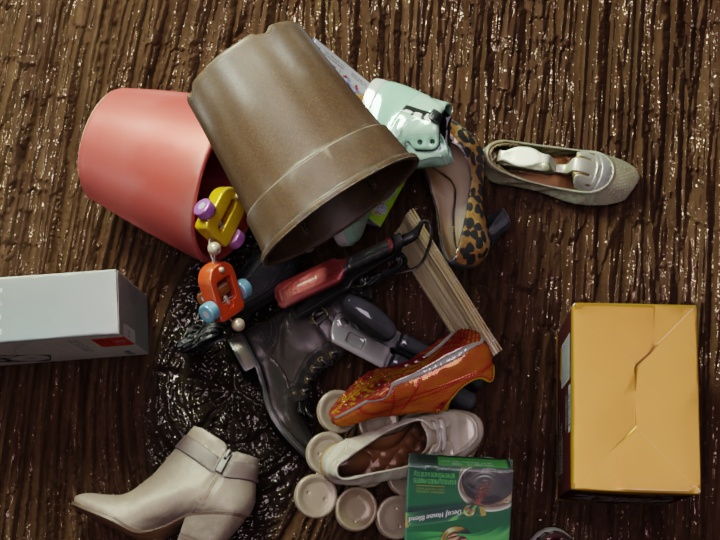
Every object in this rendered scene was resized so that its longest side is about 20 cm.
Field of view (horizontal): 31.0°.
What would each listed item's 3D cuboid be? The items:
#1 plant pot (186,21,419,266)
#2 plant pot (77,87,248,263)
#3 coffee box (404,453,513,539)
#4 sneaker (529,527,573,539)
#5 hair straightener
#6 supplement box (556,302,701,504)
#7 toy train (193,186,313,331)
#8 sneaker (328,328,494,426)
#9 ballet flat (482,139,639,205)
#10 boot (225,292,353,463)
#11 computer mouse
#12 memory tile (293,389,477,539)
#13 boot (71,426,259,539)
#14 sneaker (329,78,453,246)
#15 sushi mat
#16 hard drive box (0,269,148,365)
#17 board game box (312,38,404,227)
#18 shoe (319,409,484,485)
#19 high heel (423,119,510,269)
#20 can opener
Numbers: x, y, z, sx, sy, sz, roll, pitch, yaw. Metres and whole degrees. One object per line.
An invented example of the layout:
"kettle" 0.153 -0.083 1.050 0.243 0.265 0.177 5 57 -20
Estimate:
"plant pot" -0.072 -0.143 1.387 0.199 0.200 0.199 -33 83 -4
"plant pot" -0.226 -0.128 1.553 0.176 0.200 0.202 17 79 18
"coffee box" 0.108 0.308 1.457 0.122 0.044 0.202 4 103 3
"sneaker" 0.259 0.371 1.435 0.076 0.116 0.200 -42 78 -6
"hair straightener" 0.000 0.000 1.513 0.199 0.077 0.041 -30 57 9
"supplement box" 0.290 0.153 1.438 0.131 0.200 0.199 1 77 4
"toy train" -0.136 -0.032 1.475 0.055 0.151 0.200 1 30 40
"sneaker" 0.059 0.139 1.468 0.198 0.073 0.078 -23 108 7
"ballet flat" 0.241 -0.120 1.573 0.198 0.062 0.068 6 78 5
"boot" -0.048 0.109 1.542 0.173 0.069 0.201 -29 84 -11
"computer mouse" -0.131 0.029 1.548 0.053 0.138 0.200 42 69 -10
"memory tile" 0.031 0.232 1.508 0.198 0.017 0.155 16 79 -10
"boot" -0.221 0.252 1.525 0.198 0.070 0.147 22 74 7
"sneaker" 0.040 -0.115 1.493 0.117 0.074 0.202 16 87 22
"sushi mat" 0.098 0.025 1.535 0.012 0.096 0.201 -27 76 -19
"hard drive box" -0.363 0.057 1.527 0.198 0.156 0.078 -5 77 3
"board game box" -0.024 -0.162 1.550 0.199 0.045 0.135 35 79 -30
"shoe" 0.053 0.206 1.480 0.198 0.053 0.071 -14 85 -14
"high heel" 0.096 -0.101 1.521 0.071 0.143 0.201 -31 96 36
"can opener" 0.055 0.100 1.515 0.199 0.066 0.053 30 68 -10
